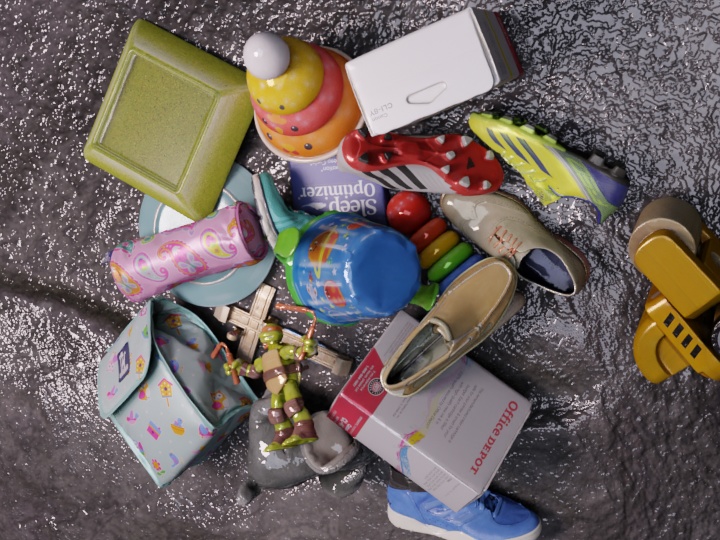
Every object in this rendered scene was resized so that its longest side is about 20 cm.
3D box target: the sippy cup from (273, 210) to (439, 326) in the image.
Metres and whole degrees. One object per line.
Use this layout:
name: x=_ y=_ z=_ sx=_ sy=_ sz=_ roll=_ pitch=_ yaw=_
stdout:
sippy cup: x=0.000 y=0.000 z=1.074 sx=0.177 sy=0.130 sz=0.140 roll=-18 pitch=100 yaw=-25

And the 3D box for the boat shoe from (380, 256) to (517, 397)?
boat shoe: x=0.100 y=0.064 z=1.055 sx=0.072 sy=0.076 sz=0.200 roll=40 pitch=91 yaw=14

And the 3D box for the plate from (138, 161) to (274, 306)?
plate: x=-0.204 y=-0.050 z=1.231 sx=0.199 sy=0.026 sz=0.201 roll=3 pitch=99 yaw=17

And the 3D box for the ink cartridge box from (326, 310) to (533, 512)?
ink cartridge box: x=0.082 y=0.168 z=1.140 sx=0.200 sy=0.148 sz=0.086 roll=37 pitch=147 yaw=4

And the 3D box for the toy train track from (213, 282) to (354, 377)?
toy train track: x=-0.105 y=0.091 z=1.240 sx=0.199 sy=0.033 sz=0.115 roll=23 pitch=109 yaw=10

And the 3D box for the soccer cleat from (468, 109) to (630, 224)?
soccer cleat: x=0.208 y=-0.119 z=1.083 sx=0.200 sy=0.065 sz=0.084 roll=27 pitch=112 yaw=8

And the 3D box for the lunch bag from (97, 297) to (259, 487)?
lunch bag: x=-0.256 y=0.154 z=1.249 sx=0.200 sy=0.122 sz=0.170 roll=51 pitch=127 yaw=9

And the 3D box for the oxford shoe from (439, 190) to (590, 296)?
oxford shoe: x=0.179 y=-0.038 z=1.105 sx=0.200 sy=0.074 sz=0.071 roll=31 pitch=111 yaw=8

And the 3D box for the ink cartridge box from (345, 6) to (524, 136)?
ink cartridge box: x=0.085 y=-0.216 z=1.021 sx=0.145 sy=0.200 sz=0.084 roll=-21 pitch=97 yaw=19

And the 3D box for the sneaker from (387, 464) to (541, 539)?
sneaker: x=0.129 y=0.280 z=1.196 sx=0.199 sy=0.077 sz=0.112 roll=7 pitch=115 yaw=21

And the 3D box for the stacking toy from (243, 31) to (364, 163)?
stacking toy: x=-0.083 y=-0.213 z=1.058 sx=0.146 sy=0.200 sz=0.147 roll=-3 pitch=79 yaw=17

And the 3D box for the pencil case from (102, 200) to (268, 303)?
pencil case: x=-0.216 y=-0.024 z=1.182 sx=0.199 sy=0.087 sz=0.088 roll=-16 pitch=98 yaw=20

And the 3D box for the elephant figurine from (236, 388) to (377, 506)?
elephant figurine: x=-0.036 y=0.216 z=1.194 sx=0.199 sy=0.141 sz=0.156 roll=7 pitch=100 yaw=19

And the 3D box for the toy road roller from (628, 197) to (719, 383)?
toy road roller: x=0.350 y=0.035 z=1.053 sx=0.200 sy=0.123 sz=0.146 roll=49 pitch=122 yaw=-1

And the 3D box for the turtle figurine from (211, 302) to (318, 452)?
turtle figurine: x=-0.101 y=0.132 z=1.138 sx=0.200 sy=0.064 sz=0.162 roll=-22 pitch=73 yaw=39

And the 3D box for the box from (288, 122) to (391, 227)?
box: x=-0.023 y=-0.083 z=1.176 sx=0.121 sy=0.032 sz=0.201 roll=-2 pitch=104 yaw=16

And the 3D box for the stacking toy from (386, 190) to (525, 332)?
stacking toy: x=0.104 y=-0.013 z=1.133 sx=0.085 sy=0.085 sz=0.200 roll=-41 pitch=86 yaw=21

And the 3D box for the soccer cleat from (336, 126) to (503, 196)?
soccer cleat: x=0.068 y=-0.123 z=1.100 sx=0.199 sy=0.085 sz=0.069 roll=7 pitch=79 yaw=-15

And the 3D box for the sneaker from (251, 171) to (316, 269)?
sneaker: x=-0.066 y=-0.038 z=1.156 sx=0.080 sy=0.078 sz=0.200 roll=-33 pitch=101 yaw=3

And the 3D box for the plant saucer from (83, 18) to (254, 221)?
plant saucer: x=-0.248 y=-0.187 z=1.188 sx=0.199 sy=0.048 sz=0.200 roll=29 pitch=104 yaw=12
